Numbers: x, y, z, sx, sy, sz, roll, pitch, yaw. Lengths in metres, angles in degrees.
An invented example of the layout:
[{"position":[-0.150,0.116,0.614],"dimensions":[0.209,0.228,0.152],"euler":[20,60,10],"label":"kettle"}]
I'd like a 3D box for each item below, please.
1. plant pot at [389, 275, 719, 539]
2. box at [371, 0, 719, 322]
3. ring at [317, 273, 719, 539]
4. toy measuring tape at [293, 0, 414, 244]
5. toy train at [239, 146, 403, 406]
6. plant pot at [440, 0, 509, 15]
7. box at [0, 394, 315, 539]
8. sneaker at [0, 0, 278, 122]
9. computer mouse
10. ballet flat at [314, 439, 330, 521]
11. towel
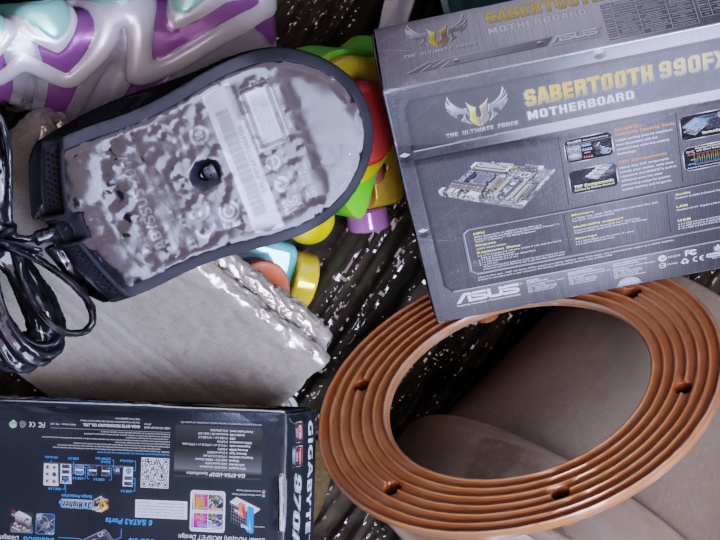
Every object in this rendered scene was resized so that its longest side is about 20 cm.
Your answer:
[{"position":[0.129,0.093,1.038],"dimensions":[0.200,0.200,0.175],"euler":[39,72,-19],"label":"plant pot"},{"position":[0.117,-0.061,0.943],"dimensions":[0.200,0.048,0.159],"euler":[-12,134,4],"label":"box"},{"position":[0.077,0.061,0.955],"dimensions":[0.200,0.200,0.019],"euler":[-26,123,-9],"label":"ring"},{"position":[-0.008,-0.112,0.971],"dimensions":[0.073,0.074,0.200],"euler":[17,87,-18],"label":"toy measuring tape"},{"position":[0.000,0.000,1.038],"dimensions":[0.200,0.056,0.150],"euler":[-37,108,-6],"label":"toy train"},{"position":[0.138,-0.181,0.980],"dimensions":[0.200,0.134,0.201],"euler":[1,126,2],"label":"plant pot"},{"position":[-0.123,0.142,0.972],"dimensions":[0.200,0.046,0.159],"euler":[0,89,16],"label":"box"},{"position":[-0.126,-0.071,0.978],"dimensions":[0.200,0.078,0.140],"euler":[-14,104,-12],"label":"sneaker"},{"position":[-0.093,-0.047,0.908],"dimensions":[0.200,0.053,0.139],"euler":[-18,103,-7],"label":"computer mouse"},{"position":[-0.090,0.163,1.035],"dimensions":[0.200,0.072,0.068],"euler":[-31,119,-8],"label":"ballet flat"},{"position":[-0.122,0.014,0.983],"dimensions":[0.200,0.035,0.132],"euler":[41,122,-21],"label":"towel"}]
